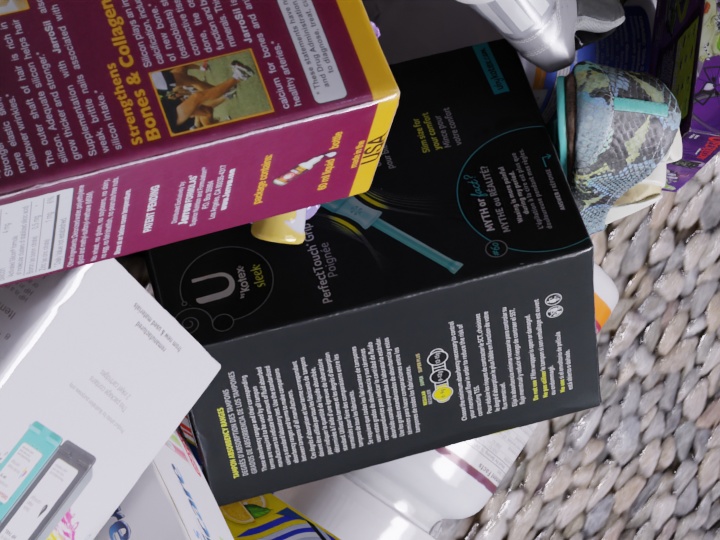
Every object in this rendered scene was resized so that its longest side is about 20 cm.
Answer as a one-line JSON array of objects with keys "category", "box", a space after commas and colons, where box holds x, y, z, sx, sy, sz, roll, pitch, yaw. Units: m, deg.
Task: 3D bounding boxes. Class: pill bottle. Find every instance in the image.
[{"category": "pill bottle", "box": [0.093, -0.120, 1.502, 0.200, 0.112, 0.112, -8, 125, -55]}, {"category": "pill bottle", "box": [0.044, 0.064, 1.511, 0.200, 0.109, 0.110, -56, 152, -5]}]

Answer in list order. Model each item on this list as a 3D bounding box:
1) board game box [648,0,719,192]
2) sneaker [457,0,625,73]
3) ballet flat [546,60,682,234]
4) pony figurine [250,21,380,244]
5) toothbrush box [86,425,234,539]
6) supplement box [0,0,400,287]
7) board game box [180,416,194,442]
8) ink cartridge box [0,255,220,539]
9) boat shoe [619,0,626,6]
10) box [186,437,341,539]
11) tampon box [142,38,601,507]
[{"category": "board game box", "box": [0.177, -0.151, 1.443, 0.120, 0.032, 0.200, 138, -40, -74]}, {"category": "sneaker", "box": [0.081, -0.164, 1.368, 0.116, 0.075, 0.200, 47, 30, -29]}, {"category": "ballet flat", "box": [0.124, -0.053, 1.382, 0.074, 0.074, 0.200, -54, 176, -7]}, {"category": "pony figurine", "box": [-0.053, -0.117, 1.240, 0.193, 0.167, 0.200, 5, 100, -27]}, {"category": "toothbrush box", "box": [-0.157, 0.158, 1.274, 0.200, 0.146, 0.086, -33, 151, 7]}, {"category": "supplement box", "box": [-0.099, -0.071, 1.096, 0.200, 0.110, 0.086, -15, 157, -16]}, {"category": "board game box", "box": [-0.024, 0.054, 1.557, 0.200, 0.046, 0.152, -41, 147, -29]}, {"category": "ink cartridge box", "box": [-0.193, 0.061, 1.194, 0.200, 0.147, 0.146, -53, 152, -7]}, {"category": "boat shoe", "box": [0.136, -0.214, 1.442, 0.072, 0.060, 0.201, 42, 51, -47]}, {"category": "box", "box": [-0.087, 0.133, 1.374, 0.064, 0.200, 0.070, -39, 146, -32]}, {"category": "tampon box", "box": [0.000, 0.000, 1.347, 0.200, 0.150, 0.126, -14, 140, -4]}]
